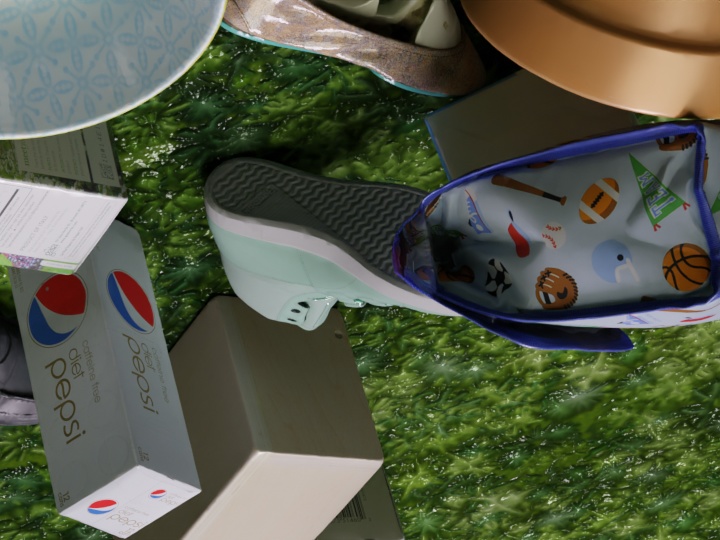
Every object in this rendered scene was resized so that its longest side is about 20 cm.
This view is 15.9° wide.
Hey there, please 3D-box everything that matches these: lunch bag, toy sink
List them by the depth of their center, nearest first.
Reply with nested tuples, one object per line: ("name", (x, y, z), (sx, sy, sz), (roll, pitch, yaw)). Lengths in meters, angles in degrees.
("lunch bag", (0.140, -0.016, 1.473), (0.200, 0.124, 0.170), (-7, 176, 29))
("toy sink", (-0.085, 0.130, 1.810), (0.112, 0.131, 0.200), (7, 139, -32))

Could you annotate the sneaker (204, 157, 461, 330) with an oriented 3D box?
("sneaker", (0.000, 0.000, 1.648), (0.200, 0.074, 0.118), (19, 150, 16))

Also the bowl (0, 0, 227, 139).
("bowl", (-0.177, -0.171, 1.345), (0.200, 0.108, 0.200), (-12, 147, -8))

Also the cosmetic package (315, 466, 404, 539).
("cosmetic package", (-0.048, 0.238, 2.035), (0.103, 0.073, 0.200), (0, 144, -24))

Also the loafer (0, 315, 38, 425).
("loafer", (-0.255, 0.055, 1.678), (0.200, 0.068, 0.070), (13, 146, -32))

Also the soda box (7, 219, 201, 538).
("soda box", (-0.162, 0.060, 1.607), (0.068, 0.200, 0.064), (-32, 145, 23))

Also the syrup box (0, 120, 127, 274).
("syrup box", (-0.244, -0.063, 1.501), (0.200, 0.079, 0.081), (8, 140, -33))

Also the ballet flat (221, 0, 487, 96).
("ballet flat", (0.008, -0.150, 1.499), (0.200, 0.068, 0.067), (10, 132, -37))

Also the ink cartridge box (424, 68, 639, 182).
("ink cartridge box", (0.120, -0.073, 1.622), (0.116, 0.067, 0.200), (-25, 167, 7))

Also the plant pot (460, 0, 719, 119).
("plant pot", (0.164, -0.194, 1.405), (0.200, 0.200, 0.140), (-2, 128, -22))
